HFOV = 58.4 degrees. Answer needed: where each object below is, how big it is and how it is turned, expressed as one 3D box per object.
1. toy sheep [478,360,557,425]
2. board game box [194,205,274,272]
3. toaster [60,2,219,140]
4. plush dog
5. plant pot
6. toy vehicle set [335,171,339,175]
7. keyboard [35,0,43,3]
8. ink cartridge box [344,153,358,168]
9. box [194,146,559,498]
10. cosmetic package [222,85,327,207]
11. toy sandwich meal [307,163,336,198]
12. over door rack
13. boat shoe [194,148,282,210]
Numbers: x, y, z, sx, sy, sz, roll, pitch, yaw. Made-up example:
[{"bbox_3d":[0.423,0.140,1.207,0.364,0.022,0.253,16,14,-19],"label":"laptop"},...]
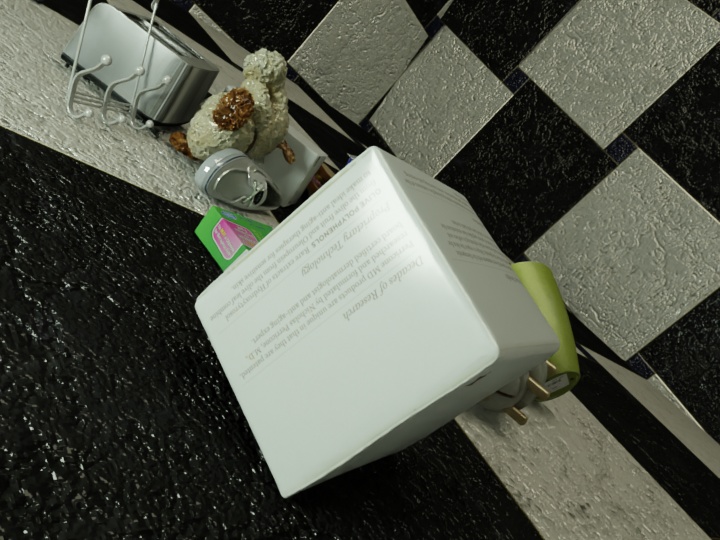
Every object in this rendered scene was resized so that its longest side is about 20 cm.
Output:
[{"bbox_3d":[0.198,0.137,0.898,0.138,0.138,0.200,40,20,10],"label":"toy sheep"},{"bbox_3d":[-0.084,0.016,0.749,0.200,0.040,0.152,47,17,32],"label":"board game box"},{"bbox_3d":[-0.331,-0.314,1.012,0.199,0.119,0.181,37,15,-5],"label":"toaster"},{"bbox_3d":[-0.188,-0.213,0.966,0.171,0.199,0.162,-33,95,-51],"label":"plush dog"},{"bbox_3d":[0.298,0.122,1.141,0.186,0.187,0.201,25,34,-41],"label":"plant pot"},{"bbox_3d":[0.041,-0.089,1.131,0.124,0.027,0.200,17,28,-54],"label":"toy vehicle set"},{"bbox_3d":[-0.652,-0.556,1.141,0.199,0.040,0.104,30,17,-34],"label":"keyboard"},{"bbox_3d":[0.030,-0.163,1.182,0.099,0.039,0.200,44,15,10],"label":"ink cartridge box"},{"bbox_3d":[0.022,0.045,0.526,0.172,0.199,0.198,59,21,19],"label":"box"},{"bbox_3d":[-0.169,-0.215,1.120,0.199,0.113,0.081,39,14,-1],"label":"cosmetic package"},{"bbox_3d":[-0.028,-0.138,1.308,0.204,0.070,0.205,35,14,-10],"label":"toy sandwich meal"},{"bbox_3d":[-0.311,-0.292,0.846,0.066,0.203,0.148,9,8,13],"label":"over door rack"},{"bbox_3d":[-0.162,-0.124,0.924,0.067,0.074,0.200,39,14,9],"label":"boat shoe"}]
